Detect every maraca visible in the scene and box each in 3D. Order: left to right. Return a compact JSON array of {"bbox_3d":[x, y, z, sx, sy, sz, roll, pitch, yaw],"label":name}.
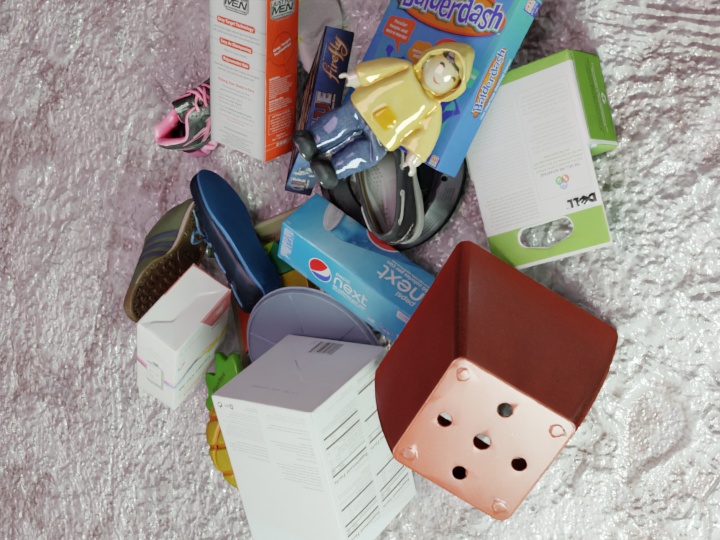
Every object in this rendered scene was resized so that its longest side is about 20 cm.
[{"bbox_3d":[-0.152,0.200,1.446,0.201,0.106,0.138,58,134,28],"label":"maraca"}]

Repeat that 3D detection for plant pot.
[{"bbox_3d":[0.130,0.128,1.129,0.199,0.177,0.201,30,116,-4],"label":"plant pot"}]

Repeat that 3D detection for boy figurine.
[{"bbox_3d":[0.034,-0.157,1.124,0.199,0.064,0.125,-30,93,13],"label":"boy figurine"}]

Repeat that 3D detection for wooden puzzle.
[{"bbox_3d":[-0.104,0.034,1.438,0.184,0.037,0.203,-19,82,37],"label":"wooden puzzle"}]

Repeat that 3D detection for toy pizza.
[{"bbox_3d":[-0.051,0.105,1.375,0.198,0.032,0.202,14,123,23],"label":"toy pizza"}]

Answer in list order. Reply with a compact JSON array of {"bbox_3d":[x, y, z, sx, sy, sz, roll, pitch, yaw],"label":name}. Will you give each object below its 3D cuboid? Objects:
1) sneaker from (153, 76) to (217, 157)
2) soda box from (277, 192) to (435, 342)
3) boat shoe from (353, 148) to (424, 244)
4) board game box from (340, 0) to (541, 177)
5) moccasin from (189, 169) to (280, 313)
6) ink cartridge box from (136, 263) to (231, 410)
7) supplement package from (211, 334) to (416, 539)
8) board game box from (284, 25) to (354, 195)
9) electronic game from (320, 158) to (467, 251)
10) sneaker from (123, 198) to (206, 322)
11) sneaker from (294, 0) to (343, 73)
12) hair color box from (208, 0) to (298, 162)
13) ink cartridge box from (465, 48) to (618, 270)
[{"bbox_3d":[-0.197,-0.217,1.455,0.200,0.095,0.080,-40,69,31],"label":"sneaker"},{"bbox_3d":[0.000,0.000,1.299,0.199,0.068,0.065,36,144,16],"label":"soda box"},{"bbox_3d":[0.021,-0.129,1.263,0.073,0.060,0.203,-11,84,31],"label":"boat shoe"},{"bbox_3d":[0.080,-0.223,1.179,0.151,0.045,0.202,32,101,34],"label":"board game box"},{"bbox_3d":[-0.176,-0.036,1.431,0.068,0.080,0.202,-43,62,33],"label":"moccasin"},{"bbox_3d":[-0.233,0.099,1.461,0.067,0.117,0.201,33,147,10],"label":"ink cartridge box"},{"bbox_3d":[-0.050,0.204,1.301,0.150,0.150,0.202,5,118,37],"label":"supplement package"},{"bbox_3d":[-0.050,-0.177,1.280,0.200,0.034,0.137,132,149,-76],"label":"board game box"},{"bbox_3d":[0.035,-0.123,1.315,0.198,0.041,0.203,-1,89,32],"label":"electronic game"},{"bbox_3d":[-0.262,-0.014,1.495,0.089,0.067,0.201,-2,51,51],"label":"sneaker"},{"bbox_3d":[-0.083,-0.330,1.385,0.105,0.075,0.203,-15,84,56],"label":"sneaker"},{"bbox_3d":[-0.130,-0.245,1.351,0.101,0.061,0.202,25,126,33],"label":"hair color box"},{"bbox_3d":[0.193,-0.111,1.175,0.147,0.075,0.203,-15,85,37],"label":"ink cartridge box"}]
